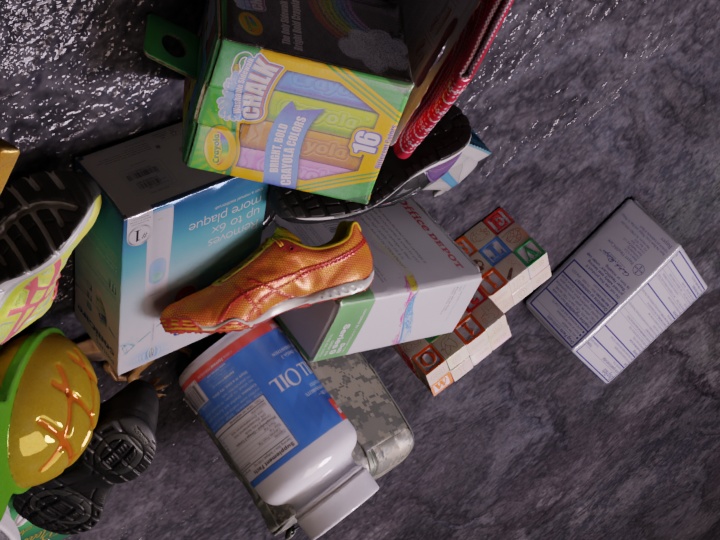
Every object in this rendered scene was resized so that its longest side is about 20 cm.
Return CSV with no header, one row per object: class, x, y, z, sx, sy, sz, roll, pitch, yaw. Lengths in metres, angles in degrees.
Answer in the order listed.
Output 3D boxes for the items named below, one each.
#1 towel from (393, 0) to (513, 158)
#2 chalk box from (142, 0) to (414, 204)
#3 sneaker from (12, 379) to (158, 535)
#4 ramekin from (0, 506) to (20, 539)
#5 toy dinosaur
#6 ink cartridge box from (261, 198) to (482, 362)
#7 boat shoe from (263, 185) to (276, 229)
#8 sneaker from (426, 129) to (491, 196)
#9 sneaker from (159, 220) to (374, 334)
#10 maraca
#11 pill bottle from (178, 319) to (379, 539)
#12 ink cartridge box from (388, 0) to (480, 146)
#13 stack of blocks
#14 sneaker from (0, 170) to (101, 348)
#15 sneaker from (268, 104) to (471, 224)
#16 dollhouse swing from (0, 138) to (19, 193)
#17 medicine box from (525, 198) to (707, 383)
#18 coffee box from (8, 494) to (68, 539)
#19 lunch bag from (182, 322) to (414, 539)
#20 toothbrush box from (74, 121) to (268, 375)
towel,0.082,-0.178,1.122,0.145,0.022,0.200,-63,-175,-17
chalk box,-0.074,-0.152,1.081,0.198,0.125,0.124,11,129,-14
sneaker,-0.250,0.177,1.296,0.076,0.091,0.200,41,120,-21
ramekin,-0.400,0.223,1.198,0.199,0.105,0.201,-13,140,-11
toy dinosaur,-0.228,0.071,1.311,0.199,0.060,0.107,-17,129,-17
ink cartridge box,0.000,0.000,1.372,0.199,0.145,0.088,-11,139,-41
boat shoe,-0.069,-0.107,1.237,0.072,0.068,0.201,-12,140,-43
sneaker,0.051,-0.122,1.347,0.081,0.077,0.199,-46,147,18
sneaker,-0.086,0.006,1.211,0.199,0.078,0.073,-20,-171,-21
maraca,-0.285,0.128,1.169,0.200,0.106,0.138,-66,159,-64
pill bottle,-0.073,0.151,1.310,0.112,0.200,0.112,-37,175,-4
ink cartridge box,0.065,-0.198,1.144,0.050,0.200,0.162,23,112,-22
stack of blocks,0.124,0.034,1.589,0.200,0.115,0.059,-37,150,-8
sneaker,-0.277,-0.005,1.132,0.200,0.078,0.090,-43,157,15
sneaker,0.008,-0.075,1.228,0.199,0.076,0.088,-23,159,-24
dollhouse swing,-0.367,-0.024,0.913,0.199,0.181,0.177,-2,111,-48
medicine box,0.346,0.032,1.853,0.200,0.103,0.182,-44,150,5
coffee box,-0.337,0.211,1.358,0.122,0.044,0.201,-24,145,-28
lunch bag,-0.072,0.156,1.431,0.167,0.201,0.139,-27,170,-34
toothbrush box,-0.168,-0.023,1.210,0.146,0.085,0.201,-23,146,-31
